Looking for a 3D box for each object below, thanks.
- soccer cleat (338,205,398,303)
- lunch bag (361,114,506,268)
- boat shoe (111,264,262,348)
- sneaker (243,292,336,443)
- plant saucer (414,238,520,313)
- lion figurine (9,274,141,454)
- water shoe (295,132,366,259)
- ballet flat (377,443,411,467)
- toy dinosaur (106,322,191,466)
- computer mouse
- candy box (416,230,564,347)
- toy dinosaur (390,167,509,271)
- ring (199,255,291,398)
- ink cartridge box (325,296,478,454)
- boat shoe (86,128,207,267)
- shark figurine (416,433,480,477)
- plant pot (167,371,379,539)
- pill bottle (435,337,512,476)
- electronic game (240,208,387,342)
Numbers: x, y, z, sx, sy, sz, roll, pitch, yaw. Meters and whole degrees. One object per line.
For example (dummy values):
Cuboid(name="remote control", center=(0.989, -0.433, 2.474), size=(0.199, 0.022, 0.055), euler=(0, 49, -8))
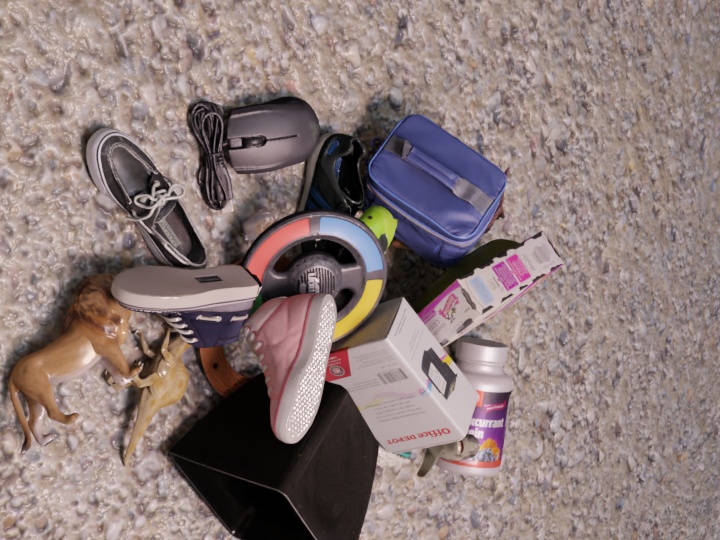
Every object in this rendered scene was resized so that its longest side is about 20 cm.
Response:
Cuboid(name="soccer cleat", center=(0.000, 0.000, 1.522), size=(0.081, 0.067, 0.202), euler=(-31, 144, -39))
Cuboid(name="lunch bag", center=(0.094, -0.118, 1.527), size=(0.137, 0.199, 0.133), euler=(-55, 174, -23))
Cuboid(name="boat shoe", center=(-0.208, 0.050, 1.301), size=(0.198, 0.075, 0.094), euler=(-1, 121, -42))
Cuboid(name="sneaker", center=(-0.099, 0.116, 1.354), size=(0.076, 0.103, 0.202), euler=(65, 31, -51))
Cuboid(name="plant saucer", center=(0.153, 0.011, 1.655), size=(0.199, 0.200, 0.031), euler=(-29, 78, -38))
Cuboid(name="lion figurine", center=(-0.327, 0.100, 1.240), size=(0.199, 0.072, 0.123), euler=(-38, 90, -25))
Cuboid(name="water shoe", center=(-0.038, -0.082, 1.487), size=(0.071, 0.078, 0.203), euler=(-4, 102, -44))
Cuboid(name="ballet flat", center=(-0.007, 0.246, 1.612), size=(0.199, 0.071, 0.072), euler=(36, 74, -41))
Cuboid(name="toy dinosaur", center=(-0.251, 0.138, 1.337), size=(0.101, 0.058, 0.202), euler=(38, 72, -44))
Cuboid(name="computer mouse", center=(-0.118, -0.162, 1.409), size=(0.199, 0.052, 0.140), euler=(-24, 114, -40))
Cuboid(name="candy box", center=(0.177, 0.031, 1.561), size=(0.199, 0.136, 0.061), euler=(-28, 79, -40))
Cuboid(name="toy dinosaur", center=(0.148, -0.068, 1.631), size=(0.086, 0.199, 0.136), euler=(57, 15, -7))
Cuboid(name="ring", center=(-0.136, 0.076, 1.467), size=(0.199, 0.019, 0.204), euler=(-12, 107, -42))
Cuboid(name="ink cartridge box", center=(0.048, 0.149, 1.535), size=(0.201, 0.145, 0.083), euler=(51, 42, -25))
Cuboid(name="boat shoe", center=(-0.243, -0.079, 1.290), size=(0.074, 0.068, 0.201), euler=(-45, 127, -29))
Cuboid(name="shark figurine", center=(0.115, 0.220, 1.673), size=(0.089, 0.215, 0.129), euler=(0, 133, -36))
Cuboid(name="plant pot", center=(-0.090, 0.242, 1.424), size=(0.178, 0.198, 0.201), euler=(-57, 138, -29))
Cuboid(name="pill bottle", center=(0.179, 0.212, 1.745), size=(0.111, 0.111, 0.203), euler=(3, 97, -45))
Cuboid(name="electronic game", center=(-0.061, 0.013, 1.430), size=(0.197, 0.042, 0.202), euler=(-8, 122, -13))
